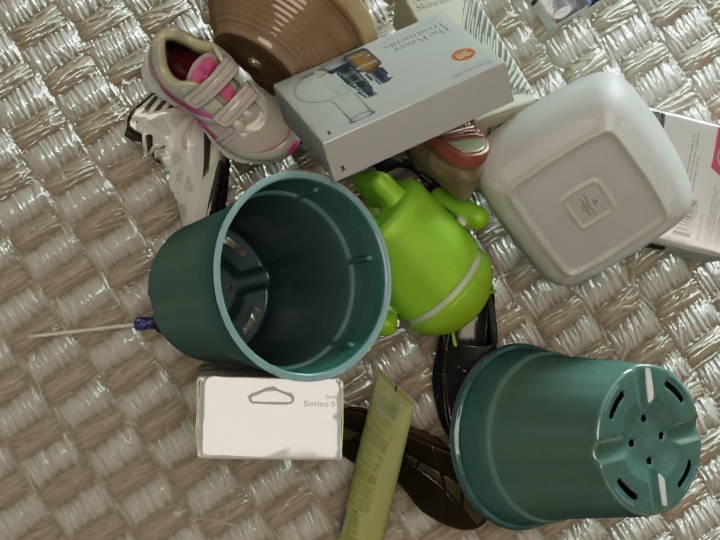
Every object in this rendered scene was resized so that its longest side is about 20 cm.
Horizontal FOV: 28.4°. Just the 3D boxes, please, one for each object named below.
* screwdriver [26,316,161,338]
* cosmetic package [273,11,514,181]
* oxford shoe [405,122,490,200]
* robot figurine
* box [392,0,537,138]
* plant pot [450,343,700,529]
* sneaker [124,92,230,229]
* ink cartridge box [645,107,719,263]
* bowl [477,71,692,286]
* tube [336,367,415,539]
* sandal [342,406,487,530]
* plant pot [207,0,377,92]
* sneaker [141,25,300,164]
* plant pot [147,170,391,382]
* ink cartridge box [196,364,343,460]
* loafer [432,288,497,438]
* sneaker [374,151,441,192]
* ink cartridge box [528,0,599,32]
[{"bbox_3d":[-0.263,0.061,1.549,0.199,0.029,0.028,-6,87,-11],"label":"screwdriver"},{"bbox_3d":[0.031,-0.177,1.422,0.199,0.151,0.052,-25,128,-10],"label":"cosmetic package"},{"bbox_3d":[0.057,-0.146,1.507,0.070,0.075,0.200,-16,45,-28],"label":"oxford shoe"},{"bbox_3d":[0.057,-0.014,1.487,0.200,0.116,0.176,45,76,-18],"label":"robot figurine"},{"bbox_3d":[0.111,-0.228,1.548,0.082,0.068,0.201,-21,63,-14],"label":"box"},{"bbox_3d":[0.231,0.172,1.472,0.199,0.196,0.201,4,83,-34],"label":"plant pot"},{"bbox_3d":[-0.203,-0.113,1.557,0.115,0.076,0.202,6,78,3],"label":"sneaker"},{"bbox_3d":[0.323,-0.101,1.596,0.199,0.084,0.146,13,86,-5],"label":"ink cartridge box"},{"bbox_3d":[0.234,-0.085,1.487,0.199,0.075,0.200,-31,112,16],"label":"bowl"},{"bbox_3d":[0.019,0.211,1.522,0.058,0.052,0.201,17,110,15],"label":"tube"},{"bbox_3d":[0.060,0.210,1.565,0.199,0.055,0.082,27,111,11],"label":"sandal"},{"bbox_3d":[-0.090,-0.254,1.498,0.200,0.201,0.093,33,72,-3],"label":"plant pot"},{"bbox_3d":[-0.151,-0.184,1.491,0.200,0.088,0.082,33,77,8],"label":"sneaker"},{"bbox_3d":[-0.105,0.013,1.422,0.199,0.196,0.201,4,83,-33],"label":"plant pot"},{"bbox_3d":[-0.098,0.144,1.476,0.145,0.200,0.085,1,90,-5],"label":"ink cartridge box"},{"bbox_3d":[0.117,0.091,1.569,0.068,0.070,0.202,3,86,-6],"label":"loafer"},{"bbox_3d":[0.107,-0.123,1.587,0.199,0.076,0.088,14,89,5],"label":"sneaker"},{"bbox_3d":[0.206,-0.384,1.626,0.099,0.039,0.200,-33,90,-6],"label":"ink cartridge box"}]
